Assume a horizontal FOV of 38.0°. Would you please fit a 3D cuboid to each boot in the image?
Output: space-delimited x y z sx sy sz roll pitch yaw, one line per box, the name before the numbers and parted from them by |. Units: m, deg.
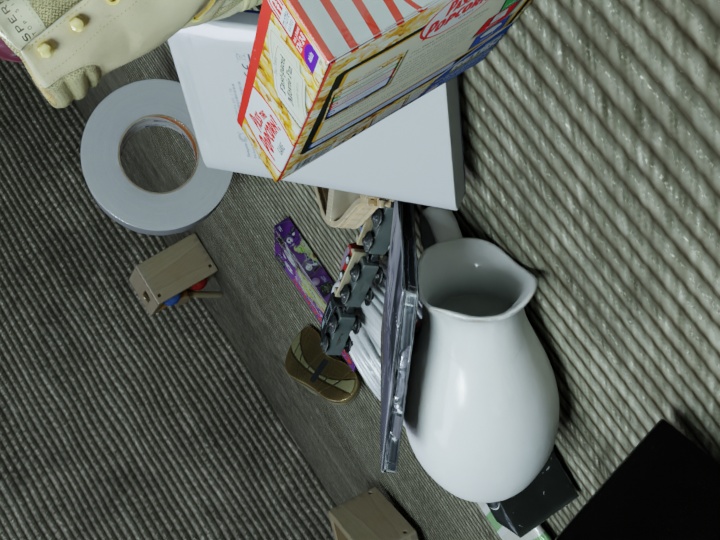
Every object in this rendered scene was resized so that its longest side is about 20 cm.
boot | -0.121 -0.168 0.529 0.073 0.155 0.200 54 166 10

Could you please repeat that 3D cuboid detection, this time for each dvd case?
dvd case | 0.028 0.034 0.806 0.200 0.016 0.150 -87 1 -63

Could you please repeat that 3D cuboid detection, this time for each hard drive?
hard drive | -0.029 -0.112 0.714 0.199 0.025 0.132 11 138 20

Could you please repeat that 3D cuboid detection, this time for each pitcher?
pitcher | 0.084 0.063 0.810 0.172 0.120 0.201 -108 7 -55

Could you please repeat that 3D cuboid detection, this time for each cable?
cable | 0.042 0.077 1.049 0.200 0.069 0.201 48 163 39

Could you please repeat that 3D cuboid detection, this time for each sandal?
sandal | -0.054 0.154 1.597 0.054 0.080 0.200 41 176 -38

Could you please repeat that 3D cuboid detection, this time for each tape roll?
tape roll | -0.269 -0.149 1.393 0.201 0.200 0.066 59 168 -3

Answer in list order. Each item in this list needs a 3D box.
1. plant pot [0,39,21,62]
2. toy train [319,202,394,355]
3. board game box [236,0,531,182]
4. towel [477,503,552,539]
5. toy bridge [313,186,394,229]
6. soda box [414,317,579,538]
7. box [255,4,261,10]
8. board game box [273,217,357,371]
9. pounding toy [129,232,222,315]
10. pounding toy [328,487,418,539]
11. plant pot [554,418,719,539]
plant pot | -0.633 -0.495 2.007 0.178 0.200 0.201 20 143 43
toy train | 0.000 0.000 0.948 0.046 0.034 0.201 -105 28 -42
board game box | 0.020 -0.120 0.513 0.046 0.151 0.200 57 166 2
towel | 0.170 0.272 1.130 0.201 0.023 0.153 56 166 16
toy bridge | -0.013 -0.071 0.914 0.200 0.027 0.068 -146 62 -69
soda box | 0.108 0.129 0.922 0.201 0.071 0.063 60 170 -5
box | -0.044 -0.244 0.606 0.164 0.086 0.201 48 164 39
board game box | -0.052 0.034 1.393 0.201 0.032 0.120 55 171 14
pounding toy | -0.412 0.025 2.401 0.143 0.184 0.200 58 158 1
pounding toy | 0.049 0.512 1.891 0.184 0.141 0.201 36 144 56
plant pot | 0.178 0.243 0.592 0.177 0.200 0.201 31 124 24
